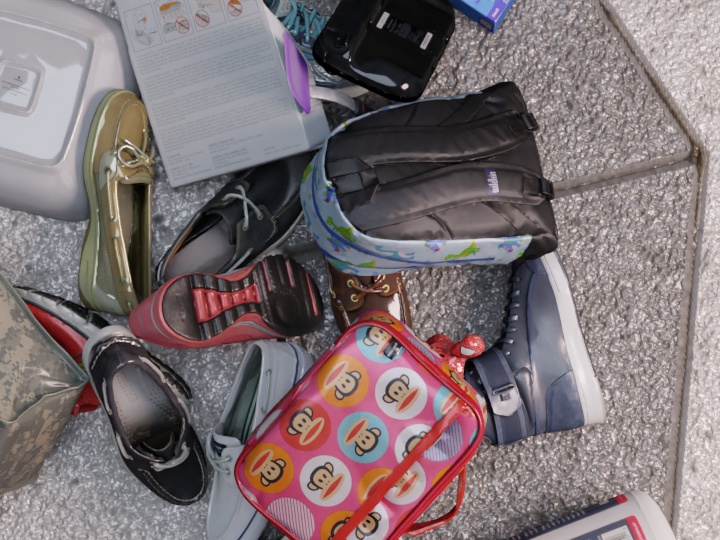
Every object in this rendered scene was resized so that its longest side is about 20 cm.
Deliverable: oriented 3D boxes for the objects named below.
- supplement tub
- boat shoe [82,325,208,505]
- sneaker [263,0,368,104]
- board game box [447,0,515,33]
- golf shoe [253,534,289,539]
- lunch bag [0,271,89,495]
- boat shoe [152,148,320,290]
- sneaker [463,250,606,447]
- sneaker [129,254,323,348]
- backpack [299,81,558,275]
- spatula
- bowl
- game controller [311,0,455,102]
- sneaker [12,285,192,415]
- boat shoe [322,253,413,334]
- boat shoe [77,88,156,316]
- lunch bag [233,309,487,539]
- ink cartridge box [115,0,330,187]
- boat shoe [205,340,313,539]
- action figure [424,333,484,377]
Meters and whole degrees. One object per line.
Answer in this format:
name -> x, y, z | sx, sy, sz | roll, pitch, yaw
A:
supplement tub -> 0.181, 0.287, 1.653 | 0.198, 0.140, 0.142 | -21, 83, -1
boat shoe -> -0.180, 0.138, 1.668 | 0.073, 0.060, 0.201 | -27, 124, -12
sneaker -> -0.063, -0.207, 1.731 | 0.198, 0.087, 0.078 | 2, 43, 0
board game box -> 0.084, -0.340, 1.777 | 0.199, 0.045, 0.153 | 33, 85, 6
golf shoe -> -0.017, 0.213, 1.702 | 0.200, 0.078, 0.097 | -43, 78, -5
lunch bag -> -0.354, 0.087, 1.671 | 0.200, 0.164, 0.117 | 48, 45, 14
boat shoe -> -0.108, -0.045, 1.737 | 0.200, 0.068, 0.072 | -44, 83, -5
sneaker -> 0.124, 0.057, 1.714 | 0.145, 0.077, 0.204 | -16, 83, -2
sneaker -> -0.121, 0.031, 1.700 | 0.199, 0.086, 0.075 | -2, 80, -44
backpack -> 0.048, -0.069, 1.653 | 0.198, 0.153, 0.165 | -8, 76, -35
spatula -> -0.018, -0.149, 1.692 | 0.020, 0.199, 0.057 | -17, 65, 28
bowl -> -0.310, -0.161, 1.752 | 0.198, 0.075, 0.202 | 16, 83, 5
game controller -> 0.025, -0.211, 1.703 | 0.104, 0.200, 0.042 | 32, 124, -4
sneaker -> -0.249, 0.087, 1.722 | 0.199, 0.077, 0.085 | 36, 90, 5
boat shoe -> 0.000, 0.000, 1.728 | 0.070, 0.070, 0.202 | -17, 84, -2
boat shoe -> -0.210, -0.061, 1.724 | 0.063, 0.073, 0.203 | 7, 91, 29
lunch bag -> 0.009, 0.155, 1.618 | 0.176, 0.082, 0.200 | 41, 100, -2
ink cartridge box -> -0.127, -0.188, 1.705 | 0.159, 0.047, 0.202 | -12, 97, 32
boat shoe -> -0.108, 0.155, 1.695 | 0.073, 0.066, 0.202 | 16, 88, 48
action figure -> 0.022, 0.102, 1.686 | 0.199, 0.052, 0.066 | -25, 54, 19
